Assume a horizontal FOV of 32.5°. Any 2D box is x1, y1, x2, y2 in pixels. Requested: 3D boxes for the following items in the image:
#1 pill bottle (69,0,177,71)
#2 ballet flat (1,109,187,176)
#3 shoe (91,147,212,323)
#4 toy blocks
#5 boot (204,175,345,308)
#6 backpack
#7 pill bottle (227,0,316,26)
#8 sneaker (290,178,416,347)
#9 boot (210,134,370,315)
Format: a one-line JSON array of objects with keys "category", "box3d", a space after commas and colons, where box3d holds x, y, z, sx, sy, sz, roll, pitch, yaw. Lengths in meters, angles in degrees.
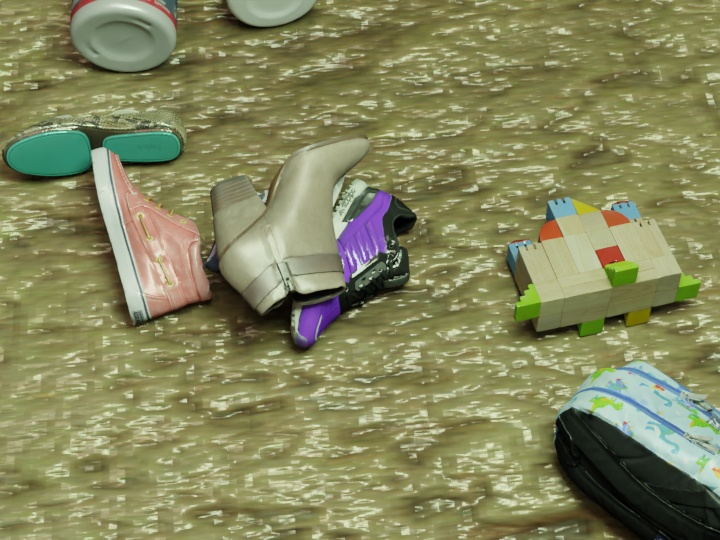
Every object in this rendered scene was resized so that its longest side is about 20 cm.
[{"category": "pill bottle", "box3d": [-0.270, -0.344, 1.432, 0.119, 0.120, 0.200, -2, 63, -2]}, {"category": "ballet flat", "box3d": [-0.293, -0.147, 1.369, 0.200, 0.068, 0.075, -7, 41, -10]}, {"category": "shoe", "box3d": [-0.221, -0.047, 1.308, 0.091, 0.071, 0.200, -15, 70, -10]}, {"category": "toy blocks", "box3d": [0.236, -0.018, 1.294, 0.200, 0.100, 0.137, -12, 52, -8]}, {"category": "boot", "box3d": [-0.086, -0.067, 1.300, 0.090, 0.073, 0.200, 31, 63, -18]}, {"category": "backpack", "box3d": [0.276, 0.179, 1.157, 0.200, 0.163, 0.154, 23, 56, 18]}, {"category": "pill bottle", "box3d": [-0.120, -0.399, 1.468, 0.112, 0.112, 0.200, -11, 63, -6]}, {"category": "sneaker", "box3d": [0.000, 0.000, 1.284, 0.099, 0.070, 0.200, 22, 65, 8]}, {"category": "boot", "box3d": [-0.052, -0.042, 1.233, 0.200, 0.070, 0.146, -23, 74, -16]}]
